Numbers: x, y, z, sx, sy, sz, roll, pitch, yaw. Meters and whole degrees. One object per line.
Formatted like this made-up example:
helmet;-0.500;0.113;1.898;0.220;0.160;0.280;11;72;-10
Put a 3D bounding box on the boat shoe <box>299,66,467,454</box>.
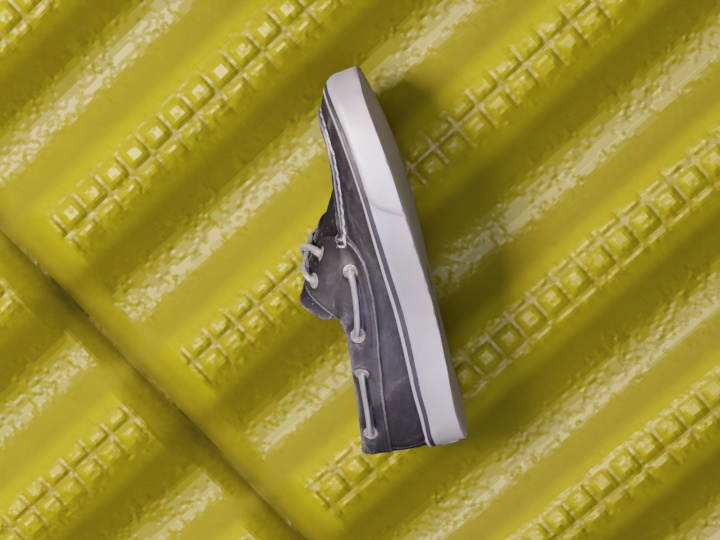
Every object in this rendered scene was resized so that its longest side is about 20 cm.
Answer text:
boat shoe;0.000;0.000;0.981;0.067;0.072;0.202;-13;113;6
